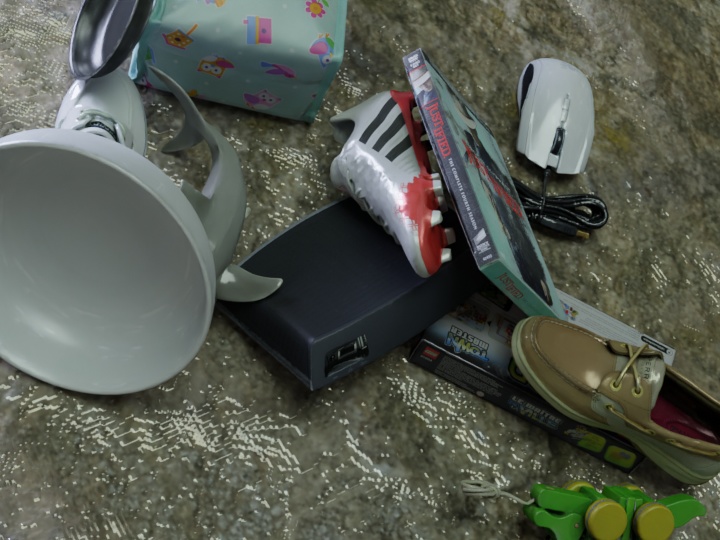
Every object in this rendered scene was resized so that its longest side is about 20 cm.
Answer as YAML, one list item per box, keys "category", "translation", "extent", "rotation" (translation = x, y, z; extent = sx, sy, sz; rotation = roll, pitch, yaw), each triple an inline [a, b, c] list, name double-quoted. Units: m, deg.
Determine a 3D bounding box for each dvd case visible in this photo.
- category: "dvd case"
  translation: [0.097, -0.060, 1.077]
  extent: [0.146, 0.022, 0.202]
  rotation: [39, 27, -53]

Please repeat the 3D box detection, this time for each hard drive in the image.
- category: "hard drive"
  translation: [0.000, 0.000, 1.061]
  extent: [0.199, 0.043, 0.135]
  rotation: [-30, 51, -30]

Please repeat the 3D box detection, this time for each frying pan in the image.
- category: "frying pan"
  translation: [-0.212, -0.201, 1.105]
  extent: [0.031, 0.189, 0.116]
  rotation: [22, 82, -32]

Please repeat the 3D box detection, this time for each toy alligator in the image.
- category: "toy alligator"
  translation: [0.162, 0.188, 1.022]
  extent: [0.197, 0.059, 0.055]
  rotation: [6, 97, -17]

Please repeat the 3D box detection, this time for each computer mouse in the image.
- category: "computer mouse"
  translation: [0.171, -0.123, 1.229]
  extent: [0.108, 0.044, 0.202]
  rotation: [15, 55, -10]

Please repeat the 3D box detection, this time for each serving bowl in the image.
- category: "serving bowl"
  translation: [-0.187, -0.014, 0.940]
  extent: [0.198, 0.201, 0.066]
  rotation: [24, 37, -3]

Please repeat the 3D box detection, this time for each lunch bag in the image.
- category: "lunch bag"
  translation: [-0.097, -0.244, 1.161]
  extent: [0.168, 0.122, 0.202]
  rotation: [10, 61, -13]

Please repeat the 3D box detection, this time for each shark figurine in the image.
- category: "shark figurine"
  translation: [-0.121, -0.055, 1.024]
  extent: [0.126, 0.090, 0.217]
  rotation: [-3, 59, 18]

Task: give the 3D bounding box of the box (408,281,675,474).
- category: "box"
  translation: [0.146, 0.067, 1.102]
  extent: [0.198, 0.035, 0.111]
  rotation: [28, 53, -2]

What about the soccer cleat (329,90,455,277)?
- category: "soccer cleat"
  translation: [0.020, -0.064, 1.057]
  extent: [0.084, 0.069, 0.202]
  rotation: [-14, 44, 5]

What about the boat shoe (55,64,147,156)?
- category: "boat shoe"
  translation: [-0.198, -0.088, 1.054]
  extent: [0.073, 0.067, 0.202]
  rotation: [10, 56, -14]

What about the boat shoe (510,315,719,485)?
- category: "boat shoe"
  translation: [0.205, 0.086, 1.038]
  extent: [0.198, 0.066, 0.075]
  rotation: [30, 52, -14]
